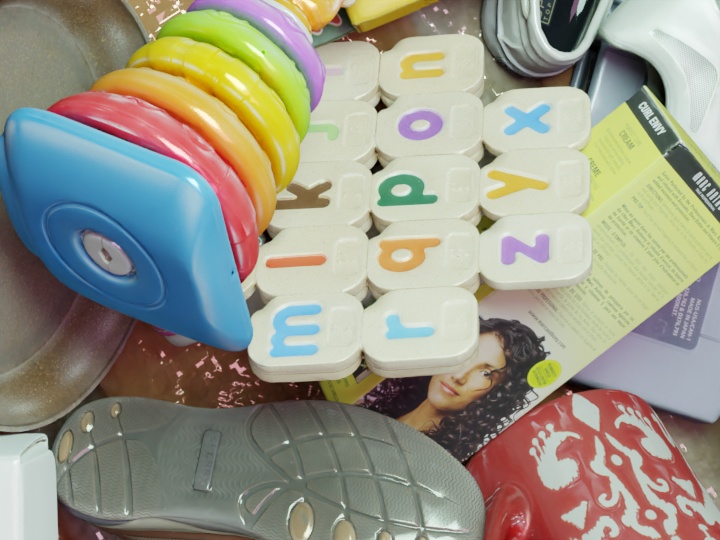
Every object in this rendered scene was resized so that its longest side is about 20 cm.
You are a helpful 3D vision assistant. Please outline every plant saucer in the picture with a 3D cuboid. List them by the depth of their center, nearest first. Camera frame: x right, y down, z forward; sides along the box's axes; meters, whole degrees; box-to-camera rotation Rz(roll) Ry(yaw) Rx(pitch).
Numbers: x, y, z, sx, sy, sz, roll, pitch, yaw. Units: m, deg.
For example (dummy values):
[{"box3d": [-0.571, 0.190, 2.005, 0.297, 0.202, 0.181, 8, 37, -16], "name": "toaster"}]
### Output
[{"box3d": [-0.146, -0.032, 1.079, 0.200, 0.032, 0.202, -32, 127, -56], "name": "plant saucer"}]

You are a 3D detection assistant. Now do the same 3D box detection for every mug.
[{"box3d": [0.120, 0.153, 1.118, 0.133, 0.201, 0.177, -34, 143, 10], "name": "mug"}]

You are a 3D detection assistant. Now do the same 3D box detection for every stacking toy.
[{"box3d": [-0.055, -0.077, 1.063, 0.109, 0.116, 0.200, 21, 58, 24], "name": "stacking toy"}]

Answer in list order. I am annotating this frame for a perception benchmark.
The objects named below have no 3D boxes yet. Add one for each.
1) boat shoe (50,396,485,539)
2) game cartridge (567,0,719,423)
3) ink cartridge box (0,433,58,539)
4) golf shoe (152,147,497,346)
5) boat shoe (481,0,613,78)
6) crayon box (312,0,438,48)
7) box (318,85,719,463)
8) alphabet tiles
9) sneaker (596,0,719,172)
[{"box3d": [-0.038, 0.101, 1.118, 0.198, 0.072, 0.076, 10, 64, 15], "name": "boat shoe"}, {"box3d": [0.155, -0.033, 1.232, 0.132, 0.041, 0.202, 18, 86, -15], "name": "game cartridge"}, {"box3d": [-0.231, 0.145, 1.052, 0.198, 0.084, 0.147, -1, 91, 1], "name": "ink cartridge box"}, {"box3d": [0.000, 0.000, 1.163, 0.199, 0.075, 0.092, -26, 103, -15], "name": "golf shoe"}, {"box3d": [0.107, -0.192, 1.195, 0.071, 0.066, 0.201, 19, 86, -18], "name": "boat shoe"}, {"box3d": [0.037, -0.192, 1.141, 0.199, 0.051, 0.128, -23, 90, 4], "name": "crayon box"}, {"box3d": [0.077, 0.011, 1.135, 0.200, 0.050, 0.075, -40, 128, 10], "name": "box"}, {"box3d": [0.006, -0.031, 1.107, 0.194, 0.201, 0.015, -4, 137, 8], "name": "alphabet tiles"}, {"box3d": [0.176, -0.051, 1.192, 0.088, 0.074, 0.201, -28, 102, 2], "name": "sneaker"}]
